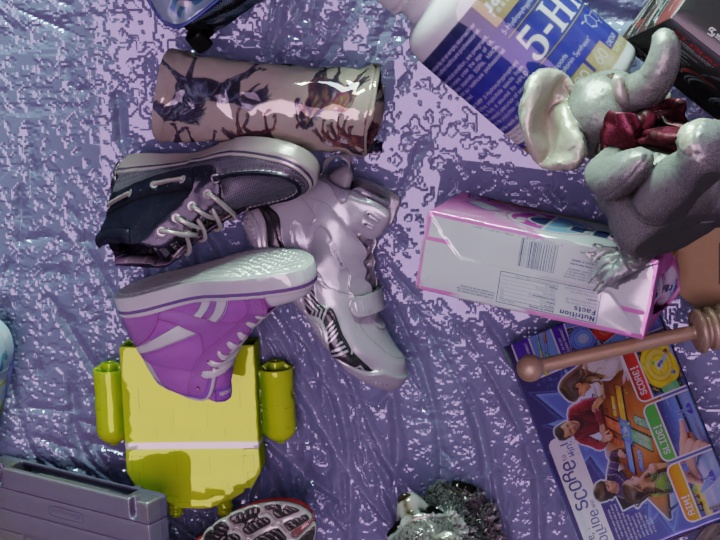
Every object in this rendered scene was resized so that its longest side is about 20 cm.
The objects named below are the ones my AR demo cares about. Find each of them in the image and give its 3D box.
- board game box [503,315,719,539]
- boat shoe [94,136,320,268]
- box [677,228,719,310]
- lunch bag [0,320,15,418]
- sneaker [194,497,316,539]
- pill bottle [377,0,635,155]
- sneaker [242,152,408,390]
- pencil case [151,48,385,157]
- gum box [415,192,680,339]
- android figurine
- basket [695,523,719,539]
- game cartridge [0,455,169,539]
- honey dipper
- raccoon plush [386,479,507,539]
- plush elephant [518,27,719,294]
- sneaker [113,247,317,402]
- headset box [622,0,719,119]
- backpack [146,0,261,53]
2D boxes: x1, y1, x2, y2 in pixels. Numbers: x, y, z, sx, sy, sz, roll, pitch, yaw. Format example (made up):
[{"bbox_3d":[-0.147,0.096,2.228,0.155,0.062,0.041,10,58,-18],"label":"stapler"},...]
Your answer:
[{"bbox_3d":[0.217,0.133,1.414,0.135,0.034,0.201,-22,74,11],"label":"board game box"},{"bbox_3d":[-0.128,-0.049,1.387,0.199,0.093,0.075,-5,145,33],"label":"boat shoe"},{"bbox_3d":[0.347,0.006,1.381,0.200,0.021,0.164,40,135,-5],"label":"box"},{"bbox_3d":[-0.401,0.121,1.492,0.160,0.082,0.201,20,105,15],"label":"lunch bag"},{"bbox_3d":[-0.118,0.247,1.496,0.199,0.085,0.077,-34,102,25],"label":"sneaker"},{"bbox_3d":[0.108,-0.192,1.342,0.200,0.120,0.120,39,105,-5],"label":"pill bottle"},{"bbox_3d":[0.000,0.000,1.426,0.115,0.075,0.200,-37,95,16],"label":"sneaker"},{"bbox_3d":[-0.078,-0.139,1.395,0.198,0.089,0.078,5,93,8],"label":"pencil case"},{"bbox_3d":[0.157,-0.006,1.368,0.199,0.113,0.067,13,104,15],"label":"gum box"},{"bbox_3d":[-0.147,0.124,1.492,0.180,0.041,0.202,-3,102,6],"label":"android figurine"},{"bbox_3d":[0.382,0.273,1.431,0.199,0.123,0.136,32,106,-2],"label":"basket"},{"bbox_3d":[-0.248,0.243,1.497,0.199,0.038,0.131,8,112,34],"label":"game cartridge"},{"bbox_3d":[0.223,0.061,1.376,0.198,0.038,0.038,-12,104,-9],"label":"honey dipper"},{"bbox_3d":[0.098,0.264,1.453,0.200,0.134,0.097,41,104,-5],"label":"raccoon plush"},{"bbox_3d":[0.211,-0.097,1.232,0.200,0.164,0.156,-42,61,45],"label":"plush elephant"},{"bbox_3d":[-0.104,0.049,1.403,0.199,0.073,0.115,-11,105,37],"label":"sneaker"},{"bbox_3d":[0.293,-0.167,1.282,0.148,0.200,0.075,37,90,-5],"label":"headset box"},{"bbox_3d":[-0.107,-0.302,1.315,0.199,0.147,0.184,-33,87,9],"label":"backpack"}]
